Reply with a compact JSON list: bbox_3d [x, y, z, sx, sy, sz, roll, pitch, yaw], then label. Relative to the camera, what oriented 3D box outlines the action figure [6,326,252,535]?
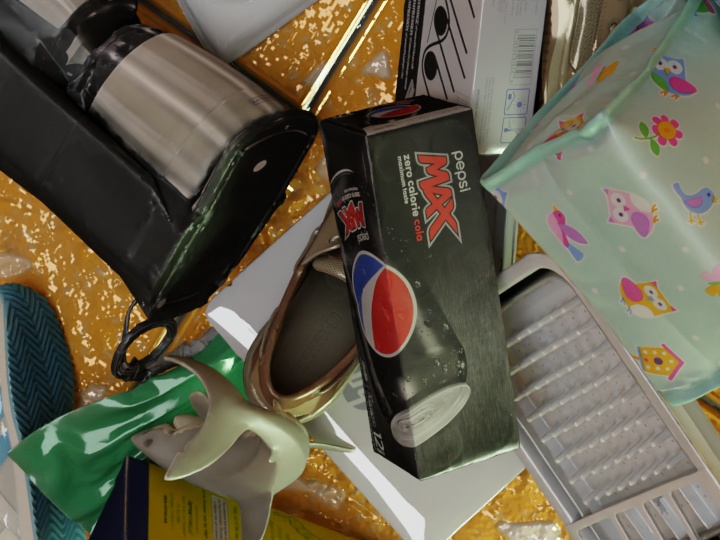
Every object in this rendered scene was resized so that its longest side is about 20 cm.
[{"bbox_3d":[-0.103,0.084,1.384,0.200,0.055,0.118,-38,121,6],"label":"action figure"}]

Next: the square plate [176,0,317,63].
[{"bbox_3d":[-0.062,-0.251,1.319,0.200,0.028,0.198,-32,92,21],"label":"square plate"}]

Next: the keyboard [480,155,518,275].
[{"bbox_3d":[0.078,-0.090,1.306,0.011,0.056,0.201,-3,106,-26],"label":"keyboard"}]

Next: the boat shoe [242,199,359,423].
[{"bbox_3d":[0.000,0.000,1.306,0.076,0.072,0.200,27,84,0],"label":"boat shoe"}]

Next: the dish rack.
[{"bbox_3d":[0.139,0.081,1.269,0.200,0.044,0.172,55,154,2],"label":"dish rack"}]

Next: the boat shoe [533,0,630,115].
[{"bbox_3d":[0.130,-0.116,1.268,0.064,0.071,0.201,2,105,-4],"label":"boat shoe"}]

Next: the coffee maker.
[{"bbox_3d":[-0.158,-0.073,1.320,0.200,0.135,0.192,39,90,16],"label":"coffee maker"}]

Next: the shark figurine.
[{"bbox_3d":[-0.063,0.115,1.257,0.128,0.214,0.090,13,77,-7],"label":"shark figurine"}]

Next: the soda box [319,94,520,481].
[{"bbox_3d":[0.033,0.009,1.250,0.071,0.063,0.201,-16,107,-22],"label":"soda box"}]

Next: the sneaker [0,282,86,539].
[{"bbox_3d":[-0.228,0.107,1.431,0.081,0.076,0.201,2,100,25],"label":"sneaker"}]

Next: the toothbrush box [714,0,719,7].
[{"bbox_3d":[0.194,-0.208,1.157,0.085,0.200,0.146,-43,89,22],"label":"toothbrush box"}]

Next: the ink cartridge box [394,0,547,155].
[{"bbox_3d":[0.066,-0.173,1.255,0.044,0.094,0.201,-3,111,-25],"label":"ink cartridge box"}]

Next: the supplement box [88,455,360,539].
[{"bbox_3d":[-0.069,0.211,1.350,0.200,0.110,0.109,22,110,-14],"label":"supplement box"}]

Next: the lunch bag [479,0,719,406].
[{"bbox_3d":[0.188,-0.058,1.193,0.170,0.200,0.122,50,140,-10],"label":"lunch bag"}]

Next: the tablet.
[{"bbox_3d":[0.018,0.055,1.346,0.130,0.014,0.200,-42,88,-5],"label":"tablet"}]
